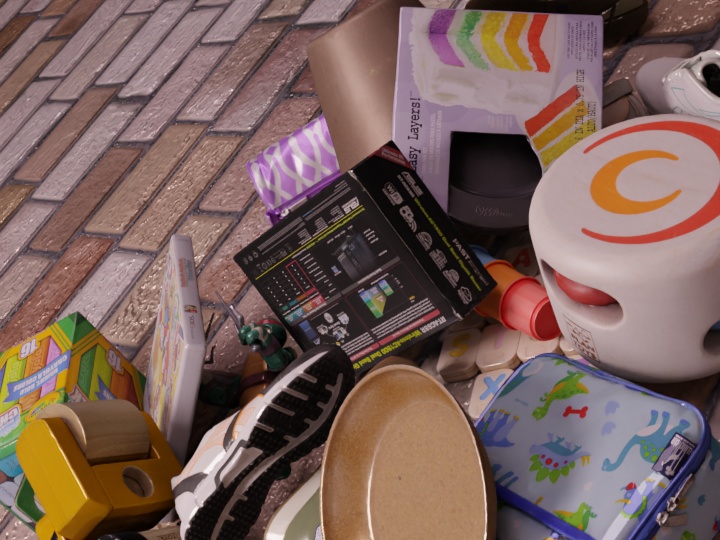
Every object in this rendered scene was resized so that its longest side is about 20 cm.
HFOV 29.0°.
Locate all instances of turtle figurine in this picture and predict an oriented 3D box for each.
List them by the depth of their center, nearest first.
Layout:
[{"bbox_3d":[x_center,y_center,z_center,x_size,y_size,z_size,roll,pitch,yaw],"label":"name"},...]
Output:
[{"bbox_3d":[-0.099,0.102,1.255,0.150,0.100,0.201,126,151,-47],"label":"turtle figurine"}]

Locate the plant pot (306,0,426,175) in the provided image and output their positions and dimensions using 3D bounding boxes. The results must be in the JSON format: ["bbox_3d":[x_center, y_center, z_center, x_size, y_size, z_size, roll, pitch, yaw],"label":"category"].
[{"bbox_3d":[0.035,-0.165,1.326,0.200,0.175,0.200,-30,9,5],"label":"plant pot"}]

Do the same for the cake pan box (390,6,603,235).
[{"bbox_3d":[0.117,-0.127,1.210,0.183,0.052,0.201,4,76,4],"label":"cake pan box"}]

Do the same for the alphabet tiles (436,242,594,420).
[{"bbox_3d":[0.157,0.039,1.168,0.199,0.015,0.196,-14,40,33],"label":"alphabet tiles"}]

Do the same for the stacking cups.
[{"bbox_3d":[0.101,0.013,1.195,0.060,0.061,0.200,-43,36,-8],"label":"stacking cups"}]

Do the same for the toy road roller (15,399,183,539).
[{"bbox_3d":[-0.223,0.221,1.172,0.146,0.123,0.200,-43,66,25],"label":"toy road roller"}]

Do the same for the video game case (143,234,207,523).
[{"bbox_3d":[-0.175,0.098,1.286,0.023,0.201,0.182,6,31,-16],"label":"video game case"}]

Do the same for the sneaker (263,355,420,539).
[{"bbox_3d":[0.012,0.165,1.113,0.090,0.067,0.200,15,63,47],"label":"sneaker"}]

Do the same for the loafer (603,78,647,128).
[{"bbox_3d":[0.173,-0.100,1.280,0.200,0.063,0.072,-32,-1,14],"label":"loafer"}]

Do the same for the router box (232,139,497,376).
[{"bbox_3d":[0.000,0.000,1.181,0.062,0.150,0.200,-39,5,-41],"label":"router box"}]

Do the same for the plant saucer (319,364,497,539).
[{"bbox_3d":[0.039,0.168,0.991,0.200,0.035,0.201,-10,78,54],"label":"plant saucer"}]

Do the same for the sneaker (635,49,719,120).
[{"bbox_3d":[0.303,-0.162,1.213,0.070,0.080,0.200,-43,32,-4],"label":"sneaker"}]

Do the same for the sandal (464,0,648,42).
[{"bbox_3d":[0.205,-0.267,1.441,0.199,0.082,0.055,-8,22,30],"label":"sandal"}]

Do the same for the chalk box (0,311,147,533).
[{"bbox_3d":[-0.293,0.164,1.350,0.124,0.125,0.200,-28,35,16],"label":"chalk box"}]

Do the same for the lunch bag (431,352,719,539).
[{"bbox_3d":[0.153,0.152,0.973,0.161,0.082,0.200,-51,33,-10],"label":"lunch bag"}]

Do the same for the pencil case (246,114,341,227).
[{"bbox_3d":[-0.027,-0.124,1.478,0.200,0.084,0.086,-31,39,9],"label":"pencil case"}]

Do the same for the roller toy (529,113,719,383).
[{"bbox_3d":[0.224,-0.013,1.043,0.199,0.140,0.183,-7,41,18],"label":"roller toy"}]

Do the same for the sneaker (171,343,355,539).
[{"bbox_3d":[-0.086,0.131,1.122,0.200,0.074,0.080,-48,36,5],"label":"sneaker"}]
